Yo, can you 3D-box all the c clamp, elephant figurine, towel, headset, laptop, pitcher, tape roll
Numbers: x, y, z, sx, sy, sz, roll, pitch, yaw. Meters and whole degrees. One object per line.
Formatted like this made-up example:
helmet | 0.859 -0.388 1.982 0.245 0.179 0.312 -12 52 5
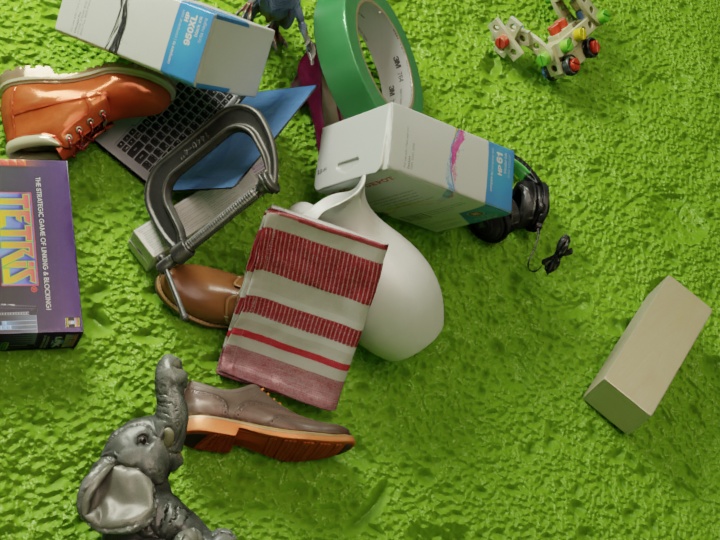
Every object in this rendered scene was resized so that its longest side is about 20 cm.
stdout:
c clamp | -0.157 -0.074 1.268 0.172 0.200 0.027 55 16 25
elephant figurine | -0.218 0.215 1.159 0.154 0.141 0.202 -26 85 -47
towel | -0.064 0.044 1.281 0.142 0.203 0.023 17 15 -6
headset | 0.200 -0.084 1.511 0.122 0.094 0.202 -14 62 -29
laptop | -0.190 -0.192 1.368 0.199 0.116 0.188 38 56 -4
pitcher | 0.000 0.000 1.363 0.121 0.171 0.201 -40 108 -23
tape roll | 0.013 -0.259 1.469 0.200 0.048 0.203 43 37 -45

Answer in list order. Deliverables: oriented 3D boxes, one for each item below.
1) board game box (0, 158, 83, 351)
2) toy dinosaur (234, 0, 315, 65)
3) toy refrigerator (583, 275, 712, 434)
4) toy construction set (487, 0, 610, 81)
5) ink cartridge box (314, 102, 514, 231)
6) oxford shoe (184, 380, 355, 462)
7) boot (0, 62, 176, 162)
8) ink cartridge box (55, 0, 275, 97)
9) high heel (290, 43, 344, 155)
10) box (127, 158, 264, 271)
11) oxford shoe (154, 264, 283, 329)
board game box | -0.383 -0.017 1.233 0.163 0.057 0.203 -2 68 -24
toy dinosaur | -0.115 -0.333 1.428 0.103 0.182 0.203 2 62 -19
toy refrigerator | 0.370 0.108 1.516 0.076 0.070 0.200 37 56 4
toy construction set | 0.277 -0.347 1.672 0.199 0.092 0.133 -35 108 -25
ink cartridge box | 0.064 -0.119 1.400 0.198 0.144 0.086 15 74 -36
oxford shoe | -0.098 0.159 1.275 0.197 0.071 0.074 12 57 -19
boot | -0.303 -0.170 1.315 0.196 0.075 0.109 -5 66 -2
ink cartridge box | -0.219 -0.271 1.328 0.198 0.085 0.144 23 12 20
high heel | -0.017 -0.182 1.455 0.067 0.096 0.202 -19 75 -30
box | -0.179 -0.070 1.362 0.199 0.039 0.042 -38 84 -33
oxford shoe | -0.131 0.031 1.319 0.197 0.071 0.072 18 62 -15
